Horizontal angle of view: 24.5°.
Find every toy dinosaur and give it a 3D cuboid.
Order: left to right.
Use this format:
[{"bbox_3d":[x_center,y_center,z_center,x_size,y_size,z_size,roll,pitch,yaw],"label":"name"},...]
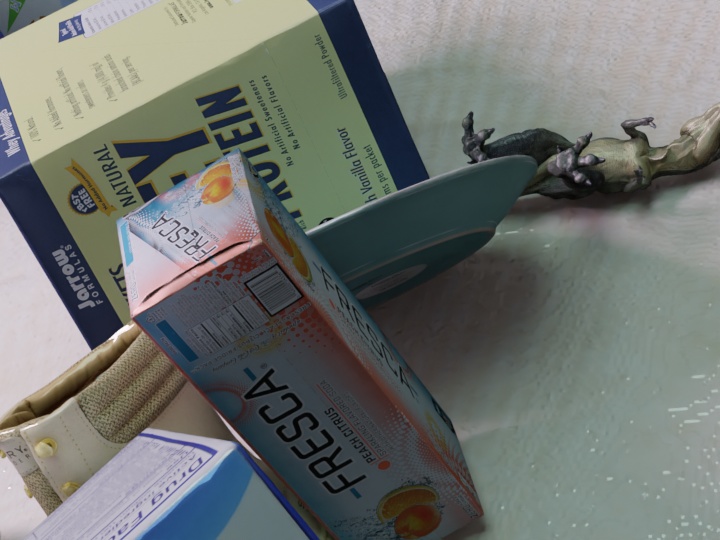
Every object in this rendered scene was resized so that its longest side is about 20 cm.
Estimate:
[{"bbox_3d":[0.100,-0.056,0.873,0.200,0.088,0.048,-7,80,23],"label":"toy dinosaur"}]

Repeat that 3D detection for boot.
[{"bbox_3d":[-0.112,0.131,0.692,0.200,0.156,0.073,-46,22,-27],"label":"boot"}]

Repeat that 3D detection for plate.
[{"bbox_3d":[0.000,0.000,0.807,0.200,0.200,0.026,-25,81,-2],"label":"plate"}]

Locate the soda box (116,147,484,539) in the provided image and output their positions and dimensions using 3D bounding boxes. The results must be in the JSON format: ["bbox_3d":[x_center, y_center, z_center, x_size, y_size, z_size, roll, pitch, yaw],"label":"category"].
[{"bbox_3d":[-0.023,0.045,0.714,0.064,0.200,0.068,-29,38,9],"label":"soda box"}]

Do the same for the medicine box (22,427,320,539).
[{"bbox_3d":[-0.094,0.150,0.554,0.182,0.103,0.200,-42,7,-13],"label":"medicine box"}]

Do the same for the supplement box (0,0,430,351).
[{"bbox_3d":[-0.095,-0.077,0.920,0.200,0.134,0.200,-28,30,-4],"label":"supplement box"}]

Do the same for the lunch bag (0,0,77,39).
[{"bbox_3d":[-0.230,-0.184,1.077,0.124,0.200,0.170,-1,46,26],"label":"lunch bag"}]
